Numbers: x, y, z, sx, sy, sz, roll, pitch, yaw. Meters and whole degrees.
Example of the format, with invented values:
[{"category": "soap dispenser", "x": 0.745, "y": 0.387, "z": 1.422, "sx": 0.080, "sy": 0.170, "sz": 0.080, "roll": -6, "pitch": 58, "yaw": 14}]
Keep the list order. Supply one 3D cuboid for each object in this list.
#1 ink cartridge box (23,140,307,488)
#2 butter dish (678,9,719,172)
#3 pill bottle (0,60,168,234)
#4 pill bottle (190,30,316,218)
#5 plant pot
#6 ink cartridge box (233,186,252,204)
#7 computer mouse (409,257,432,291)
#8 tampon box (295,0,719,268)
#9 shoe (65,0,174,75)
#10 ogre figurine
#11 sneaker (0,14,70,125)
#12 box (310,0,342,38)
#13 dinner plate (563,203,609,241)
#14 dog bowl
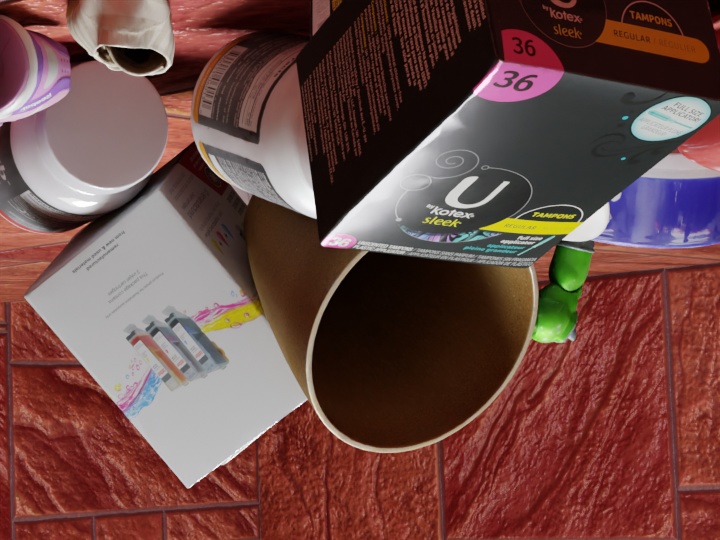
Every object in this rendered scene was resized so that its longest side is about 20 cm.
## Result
[{"category": "ink cartridge box", "x": -0.131, "y": 0.033, "z": 1.590, "sx": 0.144, "sy": 0.200, "sz": 0.145, "roll": -36, "pitch": -169, "yaw": 16}, {"category": "butter dish", "x": 0.309, "y": -0.110, "z": 1.455, "sx": 0.198, "sy": 0.149, "sz": 0.200, "roll": -1, "pitch": 175, "yaw": -25}, {"category": "pill bottle", "x": -0.218, "y": -0.095, "z": 1.556, "sx": 0.115, "sy": 0.117, "sz": 0.200, "roll": 0, "pitch": 174, "yaw": -22}, {"category": "pill bottle", "x": -0.030, "y": -0.096, "z": 1.373, "sx": 0.116, "sy": 0.117, "sz": 0.200, "roll": 0, "pitch": -169, "yaw": -26}, {"category": "plant pot", "x": 0.000, "y": 0.000, "z": 1.482, "sx": 0.185, "sy": 0.188, "sz": 0.200, "roll": 1, "pitch": -154, "yaw": -31}, {"category": "ink cartridge box", "x": -0.040, "y": -0.059, "z": 1.712, "sx": 0.085, "sy": 0.149, "sz": 0.200, "roll": -11, "pitch": -172, "yaw": -27}, {"category": "computer mouse", "x": 0.048, "y": 0.031, "z": 1.569, "sx": 0.034, "sy": 0.202, "sz": 0.058, "roll": 14, "pitch": 177, "yaw": 44}, {"category": "tampon box", "x": 0.077, "y": -0.105, "z": 1.118, "sx": 0.149, "sy": 0.127, "sz": 0.200, "roll": 6, "pitch": 152, "yaw": -28}, {"category": "shoe", "x": -0.153, "y": -0.151, "z": 1.302, "sx": 0.069, "sy": 0.054, "sz": 0.200, "roll": -2, "pitch": 175, "yaw": -6}, {"category": "ogre figurine", "x": 0.102, "y": 0.007, "z": 1.634, "sx": 0.199, "sy": 0.121, "sz": 0.098, "roll": -11, "pitch": -170, "yaw": -37}, {"category": "sneaker", "x": -0.279, "y": -0.127, "z": 1.417, "sx": 0.199, "sy": 0.081, "sz": 0.088, "roll": -7, "pitch": -179, "yaw": 32}, {"category": "box", "x": 0.085, "y": -0.168, "z": 1.256, "sx": 0.198, "sy": 0.050, "sz": 0.160, "roll": -1, "pitch": 173, "yaw": -18}, {"category": "dinner plate", "x": 0.098, "y": -0.090, "z": 1.502, "sx": 0.024, "sy": 0.200, "sz": 0.200, "roll": -44, "pitch": -170, "yaw": -18}, {"category": "dog bowl", "x": 0.218, "y": -0.088, "z": 1.608, "sx": 0.198, "sy": 0.079, "sz": 0.200, "roll": 3, "pitch": -159, "yaw": -1}]
